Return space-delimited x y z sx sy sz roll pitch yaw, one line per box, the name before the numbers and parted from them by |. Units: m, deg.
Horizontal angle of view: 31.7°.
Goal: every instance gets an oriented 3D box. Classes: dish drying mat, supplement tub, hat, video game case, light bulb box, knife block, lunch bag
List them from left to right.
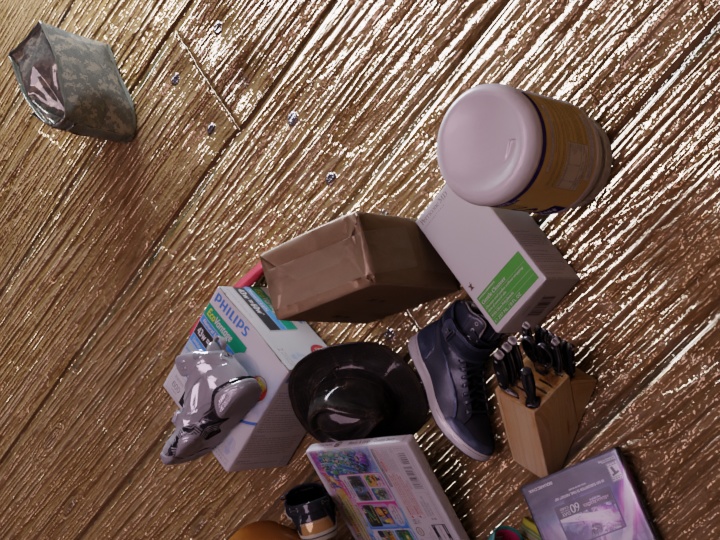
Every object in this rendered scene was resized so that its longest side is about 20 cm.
lunch bag | -0.488 -0.303 2.172 0.118 0.164 0.200 -38 63 27
dish drying mat | -0.195 0.037 1.970 0.018 0.077 0.200 45 122 -8
light bulb box | -0.161 0.159 1.893 0.198 0.125 0.200 46 117 32
hat | -0.013 0.192 1.727 0.201 0.081 0.201 7 119 13
video game case | 0.040 0.311 1.711 0.182 0.024 0.200 -12 114 40
supplement tub | 0.204 -0.143 1.544 0.145 0.200 0.145 -3 85 41
knife block | 0.205 0.163 1.544 0.064 0.176 0.200 31 108 38
video game case | 0.294 0.333 1.543 0.143 0.019 0.200 -30 74 30

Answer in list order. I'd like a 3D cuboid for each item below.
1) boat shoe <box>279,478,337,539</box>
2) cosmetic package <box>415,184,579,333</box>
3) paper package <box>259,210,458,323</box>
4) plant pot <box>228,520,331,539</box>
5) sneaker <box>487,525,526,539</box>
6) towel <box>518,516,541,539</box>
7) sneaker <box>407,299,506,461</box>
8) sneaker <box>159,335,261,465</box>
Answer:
boat shoe | -0.073 0.328 1.791 0.200 0.075 0.062 -149 41 -81
cosmetic package | 0.176 -0.027 1.640 0.108 0.085 0.200 -53 58 28
paper package | 0.000 0.000 1.712 0.191 0.200 0.104 -21 74 37
plant pot | -0.109 0.452 1.804 0.183 0.200 0.200 27 106 55
sneaker | 0.155 0.376 1.618 0.200 0.084 0.121 21 107 36
towel | 0.211 0.423 1.631 0.086 0.018 0.200 31 109 43
sneaker | 0.152 0.134 1.655 0.146 0.077 0.202 -43 61 34
sneaker | -0.233 0.187 1.825 0.200 0.075 0.115 -45 61 24
